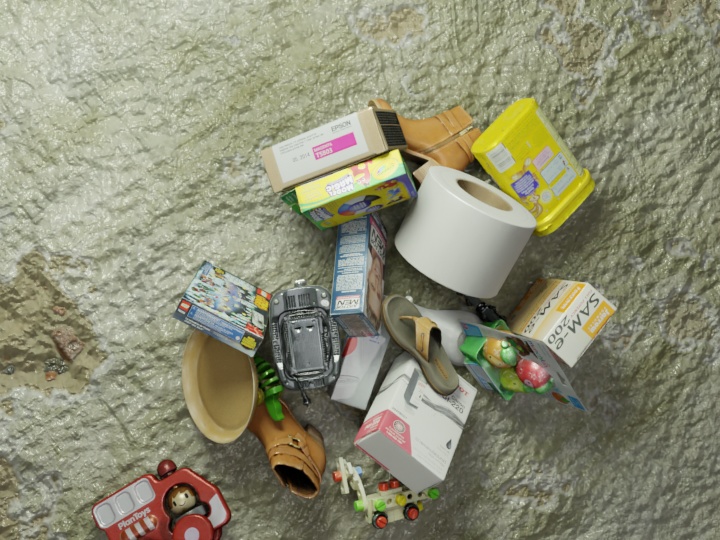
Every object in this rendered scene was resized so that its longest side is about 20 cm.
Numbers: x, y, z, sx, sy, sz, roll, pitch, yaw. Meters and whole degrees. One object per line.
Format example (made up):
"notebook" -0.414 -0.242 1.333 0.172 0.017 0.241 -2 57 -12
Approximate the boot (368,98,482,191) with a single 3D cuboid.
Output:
"boot" 0.120 -0.251 1.320 0.155 0.077 0.200 -38 91 -11

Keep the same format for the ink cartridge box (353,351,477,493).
"ink cartridge box" 0.099 0.247 1.274 0.145 0.085 0.200 39 45 -9

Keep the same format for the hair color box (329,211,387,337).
"hair color box" 0.000 0.000 1.247 0.060 0.100 0.201 -5 62 19

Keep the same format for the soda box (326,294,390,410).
"soda box" 0.005 0.137 1.316 0.068 0.063 0.201 20 88 -9

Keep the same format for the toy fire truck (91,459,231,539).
"toy fire truck" -0.329 0.414 1.252 0.199 0.112 0.169 -31 78 -9

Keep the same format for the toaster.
"toaster" -0.089 0.116 1.260 0.113 0.129 0.202 -8 93 -1

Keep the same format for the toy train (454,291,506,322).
"toy train" 0.189 0.036 1.355 0.200 0.046 0.034 43 93 -11

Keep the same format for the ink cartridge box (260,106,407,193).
"ink cartridge box" -0.039 -0.195 1.213 0.199 0.165 0.076 -18 94 17

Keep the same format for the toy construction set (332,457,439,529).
"toy construction set" 0.052 0.373 1.316 0.198 0.092 0.132 -5 93 -10

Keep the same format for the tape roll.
"tape roll" 0.174 -0.067 1.251 0.201 0.203 0.140 23 113 -10

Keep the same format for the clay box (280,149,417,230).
"clay box" -0.016 -0.119 1.186 0.199 0.115 0.048 -21 74 9

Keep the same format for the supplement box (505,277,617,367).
"supplement box" 0.337 0.084 1.304 0.073 0.200 0.126 40 85 -9

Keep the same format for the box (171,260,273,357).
"box" -0.215 0.056 1.205 0.136 0.200 0.040 28 104 -11

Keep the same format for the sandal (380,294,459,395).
"sandal" 0.110 0.121 1.253 0.082 0.054 0.201 -37 95 -44

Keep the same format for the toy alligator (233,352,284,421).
"toy alligator" -0.179 0.160 1.247 0.200 0.059 0.054 51 120 21

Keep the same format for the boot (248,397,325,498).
"boot" -0.144 0.287 1.239 0.200 0.155 0.077 39 104 -13

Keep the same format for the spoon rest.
"spoon rest" 0.148 0.102 1.351 0.199 0.061 0.100 30 87 -23

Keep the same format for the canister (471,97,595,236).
"canister" 0.305 -0.184 1.326 0.149 0.086 0.200 -45 112 -8

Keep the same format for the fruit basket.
"fruit basket" 0.268 0.166 1.271 0.094 0.200 0.186 -47 123 -15

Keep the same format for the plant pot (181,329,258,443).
"plant pot" -0.228 0.181 1.231 0.027 0.199 0.202 -4 93 -46
